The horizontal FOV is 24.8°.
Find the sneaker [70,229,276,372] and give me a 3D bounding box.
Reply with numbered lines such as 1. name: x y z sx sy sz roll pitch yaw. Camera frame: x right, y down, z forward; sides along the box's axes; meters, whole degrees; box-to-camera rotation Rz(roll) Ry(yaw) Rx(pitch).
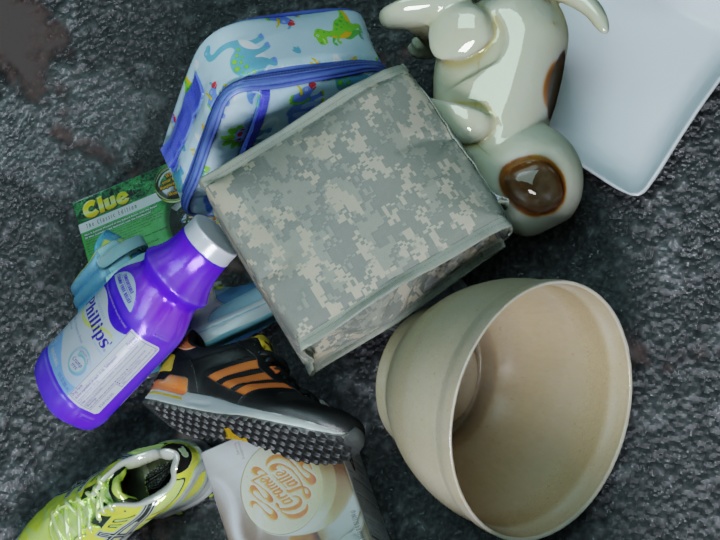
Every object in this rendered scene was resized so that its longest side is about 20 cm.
1. sneaker: -0.163 0.013 1.419 0.199 0.080 0.131 -20 84 8

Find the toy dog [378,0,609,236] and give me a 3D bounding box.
1. toy dog: 0.121 -0.126 1.354 0.193 0.140 0.201 -13 80 5

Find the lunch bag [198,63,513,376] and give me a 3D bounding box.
1. lunch bag: 0.001 -0.045 1.279 0.199 0.118 0.164 -32 75 -5

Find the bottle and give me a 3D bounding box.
1. bottle: -0.183 0.039 1.346 0.200 0.065 0.084 -45 44 15

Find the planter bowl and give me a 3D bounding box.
1. planter bowl: 0.098 0.096 1.281 0.134 0.200 0.201 14 73 49

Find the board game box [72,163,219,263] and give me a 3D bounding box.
1. board game box: -0.159 -0.052 1.488 0.199 0.023 0.105 -21 69 7

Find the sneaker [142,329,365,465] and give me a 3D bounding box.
1. sneaker: -0.078 0.092 1.303 0.199 0.070 0.090 7 63 30

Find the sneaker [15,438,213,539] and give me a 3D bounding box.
1. sneaker: -0.217 0.195 1.386 0.199 0.076 0.076 -33 67 4

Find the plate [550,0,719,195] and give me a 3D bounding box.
1. plate: 0.216 -0.183 1.419 0.199 0.032 0.200 33 83 24

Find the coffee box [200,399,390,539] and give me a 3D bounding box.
1. coffee box: -0.039 0.223 1.320 0.114 0.080 0.201 -24 65 8

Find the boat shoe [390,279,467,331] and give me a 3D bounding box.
1. boat shoe: 0.000 -0.001 1.377 0.200 0.072 0.070 24 87 7

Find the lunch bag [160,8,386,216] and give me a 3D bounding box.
1. lunch bag: -0.077 -0.126 1.366 0.160 0.200 0.083 -9 63 -26
